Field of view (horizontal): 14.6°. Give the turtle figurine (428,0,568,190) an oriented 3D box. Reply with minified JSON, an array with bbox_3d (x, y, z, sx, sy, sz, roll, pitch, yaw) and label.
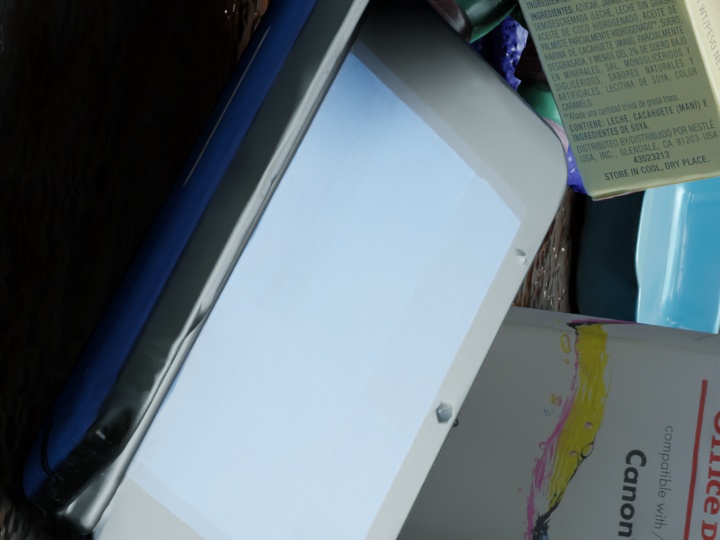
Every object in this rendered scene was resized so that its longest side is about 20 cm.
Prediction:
[{"bbox_3d":[0.070,-0.122,0.969,0.101,0.149,0.201,47,66,-46],"label":"turtle figurine"}]

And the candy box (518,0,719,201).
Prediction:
[{"bbox_3d":[0.074,-0.137,0.822,0.116,0.055,0.201,-53,126,-54],"label":"candy box"}]

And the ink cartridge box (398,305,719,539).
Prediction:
[{"bbox_3d":[0.092,0.078,1.020,0.067,0.199,0.117,-6,102,-70],"label":"ink cartridge box"}]

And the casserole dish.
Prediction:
[{"bbox_3d":[0.144,-0.015,1.368,0.200,0.039,0.122,13,84,-71],"label":"casserole dish"}]

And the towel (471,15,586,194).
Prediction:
[{"bbox_3d":[0.072,-0.106,1.135,0.200,0.049,0.149,0,89,-69],"label":"towel"}]

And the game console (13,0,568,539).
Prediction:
[{"bbox_3d":[0.000,0.000,0.794,0.201,0.118,0.171,-64,-173,-19],"label":"game console"}]
